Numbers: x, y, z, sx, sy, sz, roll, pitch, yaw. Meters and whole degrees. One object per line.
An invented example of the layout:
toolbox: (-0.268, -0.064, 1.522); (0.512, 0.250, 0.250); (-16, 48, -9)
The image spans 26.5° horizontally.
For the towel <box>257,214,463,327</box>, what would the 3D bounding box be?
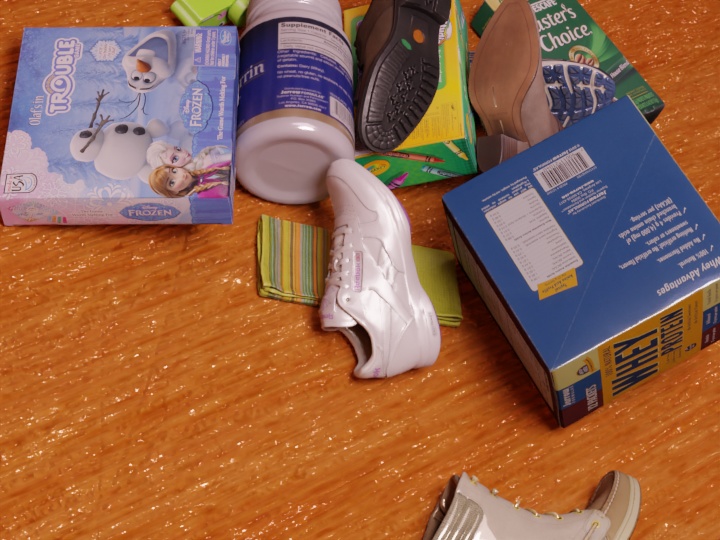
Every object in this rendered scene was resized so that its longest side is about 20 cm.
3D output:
towel: (0.000, 0.000, 1.416); (0.199, 0.018, 0.087); (10, 54, -19)

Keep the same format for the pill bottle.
pill bottle: (-0.063, -0.172, 1.445); (0.115, 0.116, 0.201); (12, 52, -17)

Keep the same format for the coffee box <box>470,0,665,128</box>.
coffee box: (0.224, -0.225, 1.663); (0.122, 0.044, 0.200); (-24, 69, -35)

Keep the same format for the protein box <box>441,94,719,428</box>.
protein box: (0.211, -0.008, 1.378); (0.198, 0.135, 0.201); (-28, 62, -3)

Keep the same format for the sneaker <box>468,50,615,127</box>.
sneaker: (0.163, -0.203, 1.580); (0.198, 0.077, 0.086); (3, 41, -2)

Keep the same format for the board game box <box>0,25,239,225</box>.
board game box: (-0.209, -0.131, 1.354); (0.197, 0.044, 0.201); (-1, 55, 0)

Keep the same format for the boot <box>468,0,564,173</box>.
boot: (0.166, -0.151, 1.509); (0.146, 0.070, 0.202); (21, 79, -56)

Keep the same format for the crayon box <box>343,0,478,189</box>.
crayon box: (0.048, -0.179, 1.501); (0.118, 0.058, 0.201); (-10, 54, 13)

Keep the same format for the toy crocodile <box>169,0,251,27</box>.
toy crocodile: (-0.111, -0.292, 1.551); (0.067, 0.062, 0.200); (44, 55, 9)

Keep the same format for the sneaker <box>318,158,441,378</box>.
sneaker: (0.002, -0.001, 1.351); (0.099, 0.075, 0.201); (-18, 86, -24)

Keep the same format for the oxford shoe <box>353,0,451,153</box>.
oxford shoe: (0.029, -0.198, 1.451); (0.072, 0.084, 0.201); (30, 66, -32)

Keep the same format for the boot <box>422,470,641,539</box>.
boot: (0.144, 0.214, 1.299); (0.154, 0.072, 0.200); (34, 50, 4)
